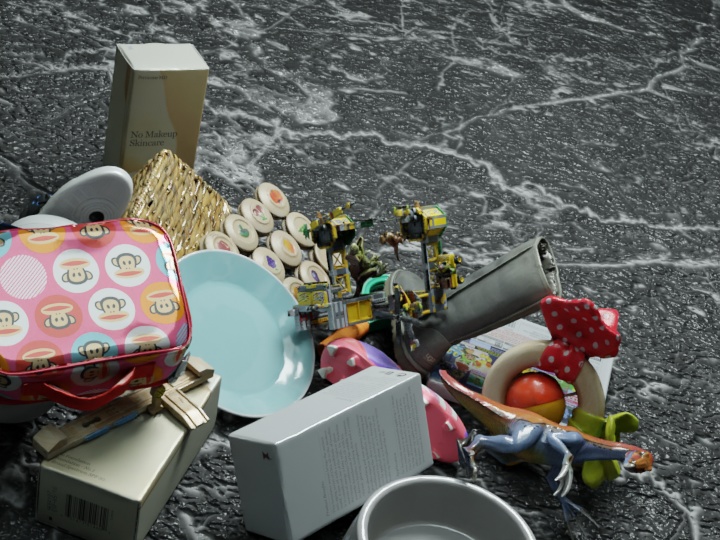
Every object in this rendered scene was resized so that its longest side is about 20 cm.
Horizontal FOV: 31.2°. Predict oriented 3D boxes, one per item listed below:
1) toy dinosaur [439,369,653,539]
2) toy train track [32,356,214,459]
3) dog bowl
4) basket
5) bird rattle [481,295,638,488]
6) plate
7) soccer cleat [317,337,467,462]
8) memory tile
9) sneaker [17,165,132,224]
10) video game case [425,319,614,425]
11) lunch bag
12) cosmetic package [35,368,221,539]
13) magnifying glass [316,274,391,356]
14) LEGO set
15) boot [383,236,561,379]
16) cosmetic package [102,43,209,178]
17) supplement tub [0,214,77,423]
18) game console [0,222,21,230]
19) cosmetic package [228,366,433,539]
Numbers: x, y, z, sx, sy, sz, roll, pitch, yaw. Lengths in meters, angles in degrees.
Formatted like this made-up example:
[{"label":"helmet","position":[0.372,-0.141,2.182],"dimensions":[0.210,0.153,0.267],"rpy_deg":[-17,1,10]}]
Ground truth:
[{"label":"toy dinosaur","position":[0.189,0.166,1.273],"dimensions":[0.180,0.105,0.202],"rpy_deg":[-13,75,-4]},{"label":"toy train track","position":[-0.217,0.118,1.206],"dimensions":[0.114,0.033,0.199],"rpy_deg":[35,40,28]},{"label":"dog bowl","position":[0.077,0.271,1.196],"dimensions":[0.198,0.059,0.201],"rpy_deg":[9,33,-6]},{"label":"basket","position":[-0.244,-0.015,1.503],"dimensions":[0.143,0.149,0.201],"rpy_deg":[42,27,-19]},{"label":"bird rattle","position":[0.205,0.128,1.345],"dimensions":[0.162,0.201,0.113],"rpy_deg":[-15,11,12]},{"label":"plate","position":[-0.137,0.070,1.389],"dimensions":[0.199,0.026,0.201],"rpy_deg":[24,48,-29]},{"label":"soccer cleat","position":[0.044,0.133,1.390],"dimensions":[0.199,0.067,0.076],"rpy_deg":[32,23,24]},{"label":"memory tile","position":[-0.099,-0.016,1.528],"dimensions":[0.153,0.017,0.200],"rpy_deg":[49,33,-7]},{"label":"sneaker","position":[-0.331,-0.068,1.436],"dimensions":[0.073,0.200,0.112],"rpy_deg":[36,23,-31]},{"label":"video game case","position":[0.189,0.117,1.501],"dimensions":[0.199,0.023,0.182],"rpy_deg":[19,33,7]},{"label":"lunch bag","position":[-0.255,0.046,1.177],"dimensions":[0.198,0.082,0.177],"rpy_deg":[-5,59,-23]},{"label":"cosmetic package","position":[-0.217,0.167,1.231],"dimensions":[0.103,0.074,0.200],"rpy_deg":[18,34,7]},{"label":"magnifying glass","position":[0.012,0.055,1.530],"dimensions":[0.079,0.023,0.200],"rpy_deg":[28,36,20]},{"label":"LEGO set","position":[0.000,0.000,1.409],"dimensions":[0.199,0.155,0.115],"rpy_deg":[6,10,38]},{"label":"boot","position":[0.124,0.018,1.451],"dimensions":[0.072,0.200,0.183],"rpy_deg":[34,28,-33]},{"label":"cosmetic package","position":[-0.259,-0.179,1.615],"dimensions":[0.104,0.201,0.071],"rpy_deg":[-7,38,-28]},{"label":"supplement tub","position":[-0.340,0.046,1.312],"dimensions":[0.131,0.133,0.201],"rpy_deg":[12,34,-2]},{"label":"game console","position":[-0.434,-0.020,1.247],"dimensions":[0.171,0.118,0.200],"rpy_deg":[50,59,-6]},{"label":"cosmetic package","position":[-0.025,0.174,1.249],"dimensions":[0.071,0.102,0.199],"rpy_deg":[4,18,45]}]
